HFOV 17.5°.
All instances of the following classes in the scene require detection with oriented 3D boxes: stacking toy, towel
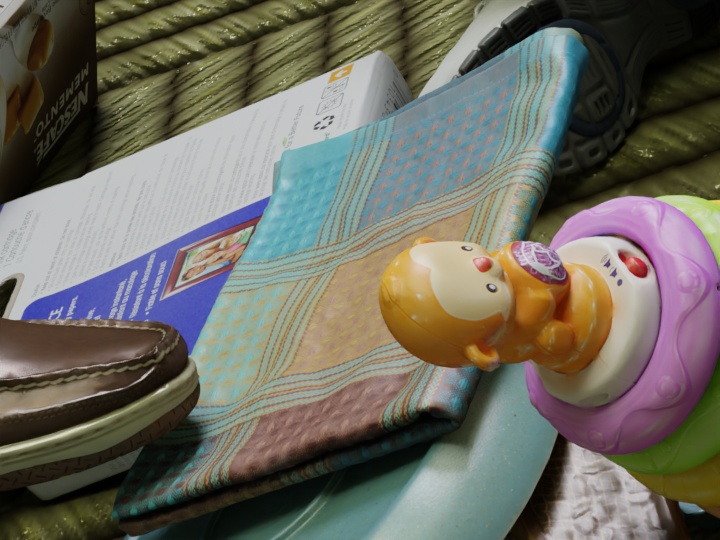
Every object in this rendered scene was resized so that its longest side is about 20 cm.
[{"bbox_3d":[0.083,0.018,0.640,0.110,0.200,0.116,-50,46,30],"label":"stacking toy"},{"bbox_3d":[0.000,0.000,0.798,0.146,0.022,0.200,-22,28,34],"label":"towel"}]

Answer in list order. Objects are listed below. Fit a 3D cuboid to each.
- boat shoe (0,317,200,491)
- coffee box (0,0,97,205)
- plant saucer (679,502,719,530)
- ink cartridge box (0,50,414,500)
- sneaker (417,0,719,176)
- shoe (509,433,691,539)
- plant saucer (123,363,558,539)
[{"bbox_3d":[-0.156,0.033,0.766,0.202,0.075,0.075,-10,18,1],"label":"boat shoe"},{"bbox_3d":[-0.201,-0.076,1.089,0.080,0.115,0.200,17,43,13],"label":"coffee box"},{"bbox_3d":[0.077,0.039,0.818,0.070,0.019,0.200,-38,33,-21],"label":"plant saucer"},{"bbox_3d":[-0.080,0.006,0.957,0.200,0.047,0.198,-23,29,23],"label":"ink cartridge box"},{"bbox_3d":[0.081,-0.095,0.986,0.087,0.075,0.200,-4,27,45],"label":"sneaker"},{"bbox_3d":[0.079,0.120,0.663,0.070,0.053,0.200,-11,34,5],"label":"shoe"},{"bbox_3d":[-0.021,0.080,0.759,0.200,0.027,0.200,-36,19,15],"label":"plant saucer"}]
